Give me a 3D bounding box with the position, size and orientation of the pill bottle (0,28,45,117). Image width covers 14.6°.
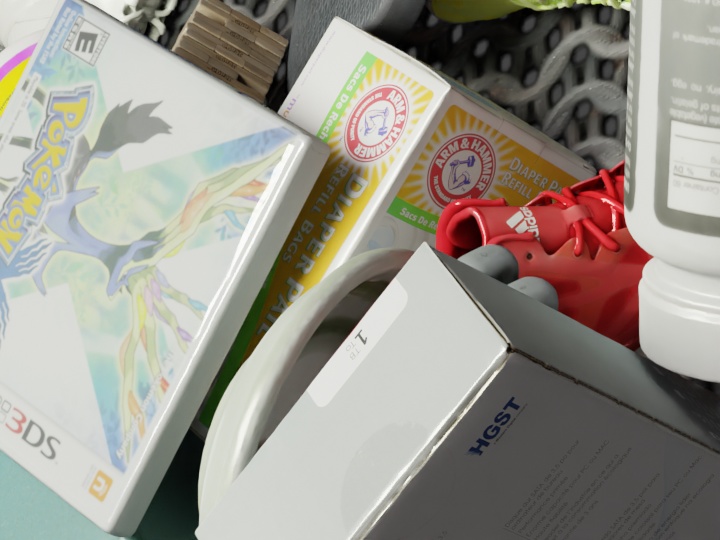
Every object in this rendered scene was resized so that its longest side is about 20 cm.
[{"bbox_3d":[-0.130,-0.040,1.487,0.104,0.104,0.200,-52,41,13],"label":"pill bottle"}]

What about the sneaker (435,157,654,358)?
[{"bbox_3d":[0.111,-0.020,1.213,0.200,0.115,0.078,-54,41,11],"label":"sneaker"}]

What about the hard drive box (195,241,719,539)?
[{"bbox_3d":[0.062,0.100,1.137,0.156,0.200,0.077,-51,42,13],"label":"hard drive box"}]

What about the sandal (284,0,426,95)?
[{"bbox_3d":[0.004,-0.125,1.402,0.200,0.043,0.076,167,113,-71],"label":"sandal"}]

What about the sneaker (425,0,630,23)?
[{"bbox_3d":[0.105,-0.156,1.324,0.200,0.075,0.077,-24,54,39],"label":"sneaker"}]

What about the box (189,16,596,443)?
[{"bbox_3d":[0.000,0.000,1.323,0.101,0.112,0.200,36,96,50],"label":"box"}]

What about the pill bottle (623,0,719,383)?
[{"bbox_3d":[0.164,-0.063,1.131,0.114,0.114,0.200,22,117,50],"label":"pill bottle"}]

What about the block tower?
[{"bbox_3d":[-0.082,-0.079,1.415,0.054,0.058,0.200,-58,8,23],"label":"block tower"}]

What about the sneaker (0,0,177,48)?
[{"bbox_3d":[-0.128,-0.166,1.592,0.200,0.074,0.087,-44,56,31],"label":"sneaker"}]

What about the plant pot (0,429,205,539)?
[{"bbox_3d":[-0.118,0.165,1.345,0.141,0.141,0.200,-52,48,13],"label":"plant pot"}]

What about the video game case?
[{"bbox_3d":[-0.122,-0.006,1.301,0.182,0.022,0.200,32,97,38],"label":"video game case"}]

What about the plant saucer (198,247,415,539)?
[{"bbox_3d":[-0.021,0.083,1.224,0.050,0.200,0.200,16,82,28],"label":"plant saucer"}]

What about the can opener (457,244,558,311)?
[{"bbox_3d":[0.049,0.082,1.202,0.053,0.066,0.200,40,138,37],"label":"can opener"}]
